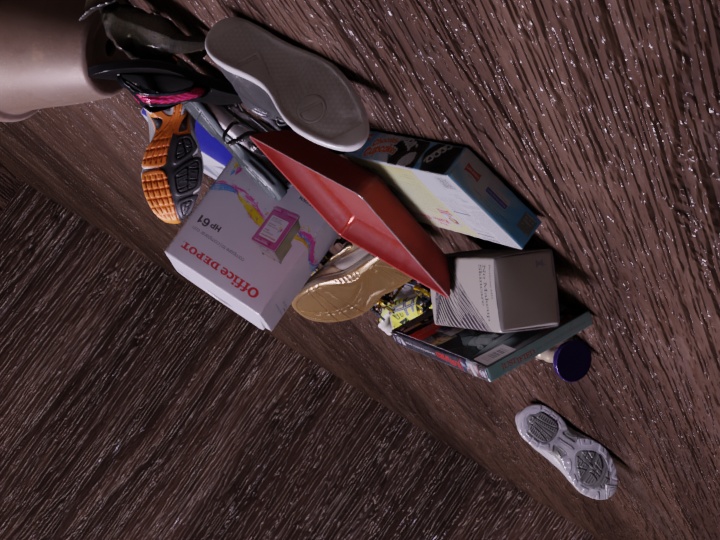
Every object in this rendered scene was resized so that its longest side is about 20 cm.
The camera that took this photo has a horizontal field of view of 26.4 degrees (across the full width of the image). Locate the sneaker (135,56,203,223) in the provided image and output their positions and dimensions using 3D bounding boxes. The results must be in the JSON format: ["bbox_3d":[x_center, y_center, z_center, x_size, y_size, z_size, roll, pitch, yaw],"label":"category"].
[{"bbox_3d":[-0.221,-0.155,1.838,0.076,0.201,0.092,-3,178,4],"label":"sneaker"}]

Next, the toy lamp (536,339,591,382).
[{"bbox_3d":[0.204,0.094,1.897,0.058,0.058,0.200,39,170,-26],"label":"toy lamp"}]

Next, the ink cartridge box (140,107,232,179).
[{"bbox_3d":[-0.198,-0.162,2.061,0.199,0.041,0.200,32,170,16],"label":"ink cartridge box"}]

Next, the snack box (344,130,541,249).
[{"bbox_3d":[0.077,-0.082,1.506,0.116,0.037,0.200,42,168,-29],"label":"snack box"}]

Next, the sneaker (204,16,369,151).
[{"bbox_3d":[-0.057,-0.165,1.476,0.200,0.071,0.099,37,174,25],"label":"sneaker"}]

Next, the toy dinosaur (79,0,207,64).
[{"bbox_3d":[-0.225,-0.247,1.619,0.200,0.077,0.102,35,-175,24],"label":"toy dinosaur"}]

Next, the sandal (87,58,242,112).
[{"bbox_3d":[-0.200,-0.189,1.643,0.200,0.045,0.075,9,171,-44],"label":"sandal"}]

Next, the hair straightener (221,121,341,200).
[{"bbox_3d":[-0.081,-0.122,1.720,0.200,0.041,0.077,19,-173,-39],"label":"hair straightener"}]

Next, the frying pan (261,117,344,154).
[{"bbox_3d":[-0.050,-0.146,1.677,0.190,0.031,0.115,38,173,-8],"label":"frying pan"}]

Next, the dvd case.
[{"bbox_3d":[0.143,0.064,1.722,0.200,0.146,0.022,16,129,59],"label":"dvd case"}]

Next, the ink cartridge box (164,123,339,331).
[{"bbox_3d":[-0.115,-0.051,1.831,0.144,0.200,0.085,32,171,13],"label":"ink cartridge box"}]

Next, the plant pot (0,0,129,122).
[{"bbox_3d":[-0.351,-0.257,1.730,0.174,0.201,0.200,11,161,25],"label":"plant pot"}]

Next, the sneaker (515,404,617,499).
[{"bbox_3d":[0.322,0.278,2.410,0.200,0.078,0.099,45,177,-5],"label":"sneaker"}]

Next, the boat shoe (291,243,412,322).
[{"bbox_3d":[0.000,0.000,1.842,0.200,0.069,0.074,-26,126,36],"label":"boat shoe"}]

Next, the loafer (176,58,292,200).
[{"bbox_3d":[-0.142,-0.172,1.768,0.200,0.063,0.072,48,171,-11],"label":"loafer"}]

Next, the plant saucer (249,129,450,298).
[{"bbox_3d":[-0.002,-0.069,1.632,0.199,0.037,0.200,31,169,45],"label":"plant saucer"}]

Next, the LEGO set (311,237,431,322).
[{"bbox_3d":[0.007,0.006,1.949,0.200,0.116,0.154,41,169,-34],"label":"LEGO set"}]

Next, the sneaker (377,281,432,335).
[{"bbox_3d":[0.088,0.065,2.101,0.075,0.076,0.200,39,169,-16],"label":"sneaker"}]

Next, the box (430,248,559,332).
[{"bbox_3d":[0.137,0.020,1.619,0.068,0.082,0.200,-7,-179,-16],"label":"box"}]
